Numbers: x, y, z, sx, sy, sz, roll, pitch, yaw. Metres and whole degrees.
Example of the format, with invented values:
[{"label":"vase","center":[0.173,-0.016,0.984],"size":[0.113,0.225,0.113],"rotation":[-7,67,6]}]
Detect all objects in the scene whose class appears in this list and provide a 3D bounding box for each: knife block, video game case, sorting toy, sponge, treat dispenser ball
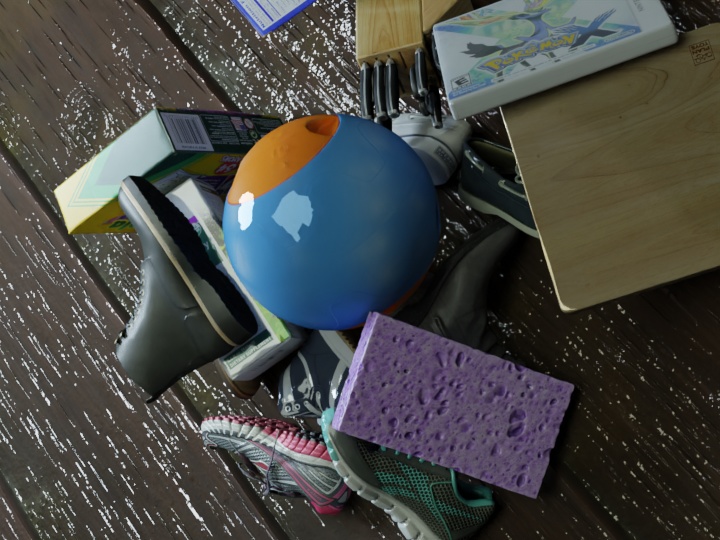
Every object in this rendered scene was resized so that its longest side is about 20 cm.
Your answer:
[{"label":"knife block","center":[0.026,-0.211,1.600],"size":[0.200,0.064,0.176],"rotation":[29,65,40]},{"label":"video game case","center":[0.166,-0.210,1.442],"size":[0.200,0.022,0.182],"rotation":[-19,29,8]},{"label":"sorting toy","center":[0.244,-0.081,1.391],"size":[0.200,0.070,0.199],"rotation":[-18,76,11]},{"label":"sponge","center":[0.083,0.121,1.463],"size":[0.030,0.200,0.112],"rotation":[-166,96,-76]},{"label":"treat dispenser ball","center":[-0.026,-0.044,1.501],"size":[0.201,0.201,0.201],"rotation":[-9,76,40]}]

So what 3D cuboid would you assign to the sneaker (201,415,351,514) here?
[{"label":"sneaker","center":[-0.092,0.194,1.674],"size":[0.200,0.081,0.075],"rotation":[12,92,41]}]

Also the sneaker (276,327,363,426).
[{"label":"sneaker","center":[-0.012,0.141,1.619],"size":[0.109,0.070,0.200],"rotation":[-48,48,18]}]

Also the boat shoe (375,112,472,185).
[{"label":"boat shoe","center":[0.035,-0.128,1.634],"size":[0.066,0.072,0.200],"rotation":[-53,26,-22]}]

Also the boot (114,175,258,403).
[{"label":"boot","center":[-0.213,0.020,1.612],"size":[0.138,0.077,0.200],"rotation":[-37,80,15]}]

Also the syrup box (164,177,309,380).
[{"label":"syrup box","center":[-0.143,0.009,1.674],"size":[0.079,0.081,0.200],"rotation":[-35,80,8]}]

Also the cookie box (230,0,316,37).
[{"label":"cookie box","center":[-0.026,-0.345,1.658],"size":[0.200,0.075,0.171],"rotation":[-29,19,34]}]

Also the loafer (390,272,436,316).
[{"label":"loafer","center":[0.000,0.000,1.632],"size":[0.200,0.070,0.070],"rotation":[10,63,27]}]

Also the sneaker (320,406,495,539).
[{"label":"sneaker","center":[0.047,0.182,1.506],"size":[0.091,0.200,0.078],"rotation":[-40,25,14]}]

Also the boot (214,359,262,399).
[{"label":"boot","center":[-0.118,0.036,1.738],"size":[0.075,0.074,0.200],"rotation":[-15,70,28]}]

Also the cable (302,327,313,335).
[{"label":"cable","center":[-0.082,-0.030,1.708],"size":[0.097,0.050,0.200],"rotation":[6,79,-3]}]

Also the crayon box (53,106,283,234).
[{"label":"crayon box","center":[-0.196,-0.103,1.736],"size":[0.173,0.200,0.058],"rotation":[-35,72,32]}]

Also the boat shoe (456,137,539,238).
[{"label":"boat shoe","center":[0.167,-0.076,1.499],"size":[0.200,0.075,0.062],"rotation":[28,130,48]}]

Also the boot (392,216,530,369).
[{"label":"boot","center":[0.112,0.055,1.529],"size":[0.132,0.070,0.200],"rotation":[41,86,9]}]
